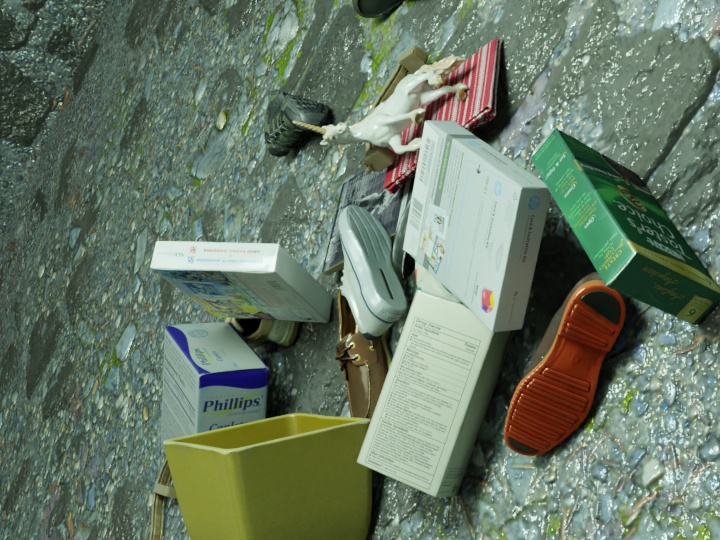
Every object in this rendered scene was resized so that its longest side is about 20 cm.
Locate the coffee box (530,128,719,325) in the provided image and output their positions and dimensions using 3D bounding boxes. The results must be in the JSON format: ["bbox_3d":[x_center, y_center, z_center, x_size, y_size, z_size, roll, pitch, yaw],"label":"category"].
[{"bbox_3d":[0.244,-0.043,1.091,0.044,0.123,0.200,-51,33,25],"label":"coffee box"}]

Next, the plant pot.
[{"bbox_3d":[-0.103,0.290,1.415,0.195,0.194,0.201,-6,92,58],"label":"plant pot"}]

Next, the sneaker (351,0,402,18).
[{"bbox_3d":[0.054,-0.411,1.669,0.200,0.075,0.107,-42,38,39],"label":"sneaker"}]

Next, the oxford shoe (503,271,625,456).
[{"bbox_3d":[0.202,0.093,1.157,0.200,0.071,0.073,-63,2,20],"label":"oxford shoe"}]

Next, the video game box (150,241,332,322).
[{"bbox_3d":[-0.156,0.017,1.583,0.182,0.200,0.047,0,69,20],"label":"video game box"}]

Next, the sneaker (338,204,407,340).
[{"bbox_3d":[0.000,0.000,1.457,0.071,0.073,0.200,-50,34,30],"label":"sneaker"}]

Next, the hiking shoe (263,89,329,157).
[{"bbox_3d":[-0.105,-0.223,1.849,0.200,0.075,0.101,-142,65,-69],"label":"hiking shoe"}]

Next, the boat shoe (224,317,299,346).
[{"bbox_3d":[-0.162,0.073,1.762,0.200,0.066,0.074,-6,68,58],"label":"boat shoe"}]

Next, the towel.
[{"bbox_3d":[0.104,-0.193,1.482,0.200,0.022,0.145,-36,31,39],"label":"towel"}]

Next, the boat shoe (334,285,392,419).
[{"bbox_3d":[-0.002,0.108,1.471,0.072,0.067,0.201,-37,44,45],"label":"boat shoe"}]

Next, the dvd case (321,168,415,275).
[{"bbox_3d":[0.021,-0.087,1.582,0.200,0.016,0.149,-28,42,52],"label":"dvd case"}]

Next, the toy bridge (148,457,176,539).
[{"bbox_3d":[-0.311,0.355,1.889,0.067,0.027,0.201,-6,68,61],"label":"toy bridge"}]

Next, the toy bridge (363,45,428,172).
[{"bbox_3d":[0.036,-0.207,1.549,0.067,0.027,0.200,-26,37,49],"label":"toy bridge"}]

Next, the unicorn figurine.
[{"bbox_3d":[0.041,-0.193,1.447,0.200,0.074,0.137,-36,27,-31],"label":"unicorn figurine"}]

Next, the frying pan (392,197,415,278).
[{"bbox_3d":[0.077,-0.083,1.425,0.115,0.031,0.191,12,-85,-77],"label":"frying pan"}]

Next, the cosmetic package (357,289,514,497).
[{"bbox_3d":[0.083,0.132,1.268,0.105,0.071,0.201,21,91,25],"label":"cosmetic package"}]

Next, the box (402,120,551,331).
[{"bbox_3d":[0.116,-0.052,1.225,0.200,0.041,0.156,-134,47,-55],"label":"box"}]

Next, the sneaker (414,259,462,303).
[{"bbox_3d":[0.129,0.010,1.325,0.200,0.070,0.094,-1,90,57],"label":"sneaker"}]

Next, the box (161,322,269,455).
[{"bbox_3d":[-0.211,0.198,1.676,0.184,0.105,0.201,-142,53,-59],"label":"box"}]
